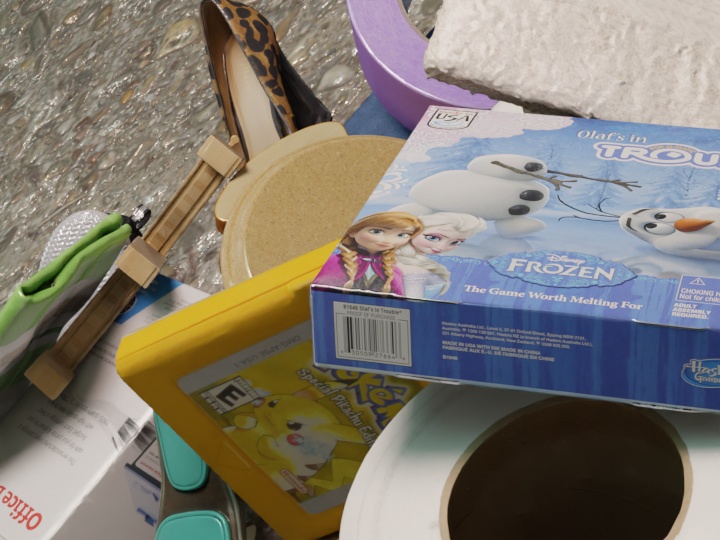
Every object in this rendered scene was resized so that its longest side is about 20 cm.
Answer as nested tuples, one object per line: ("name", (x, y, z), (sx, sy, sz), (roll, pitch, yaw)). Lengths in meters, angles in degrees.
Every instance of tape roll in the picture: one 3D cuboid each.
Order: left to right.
("tape roll", (0.091, -0.176, 1.134), (0.198, 0.066, 0.202), (-3, 65, 7))
("tape roll", (0.105, 0.139, 0.757), (0.201, 0.140, 0.204), (-15, 41, 13))

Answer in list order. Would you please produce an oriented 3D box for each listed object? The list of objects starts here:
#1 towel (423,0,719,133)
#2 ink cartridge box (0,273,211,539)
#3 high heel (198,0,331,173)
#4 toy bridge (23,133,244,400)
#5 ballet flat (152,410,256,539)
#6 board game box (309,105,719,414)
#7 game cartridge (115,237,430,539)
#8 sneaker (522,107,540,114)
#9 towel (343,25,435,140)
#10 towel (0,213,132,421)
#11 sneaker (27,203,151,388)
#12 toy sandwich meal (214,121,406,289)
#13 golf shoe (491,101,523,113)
("towel", (0.141, -0.128, 0.887), (0.198, 0.035, 0.133), (18, 76, 9))
("ink cartridge box", (-0.154, 0.106, 1.140), (0.200, 0.086, 0.146), (-53, 34, -13))
("high heel", (-0.082, -0.095, 1.239), (0.071, 0.143, 0.201), (-22, 38, 26))
("toy bridge", (-0.140, -0.007, 1.129), (0.200, 0.027, 0.067), (-51, 4, 4))
("ballet flat", (-0.086, 0.135, 1.039), (0.067, 0.064, 0.202), (-7, 83, 34))
("board game box", (0.101, -0.012, 0.782), (0.198, 0.044, 0.199), (6, 28, 15))
("game cartridge", (-0.003, 0.065, 0.952), (0.199, 0.176, 0.033), (-23, 37, 27))
("sneaker", (0.175, -0.118, 0.938), (0.199, 0.081, 0.074), (-22, 29, -9))
("towel", (0.066, -0.116, 1.198), (0.200, 0.049, 0.111), (-47, 38, -9))
("towel", (-0.225, 0.062, 1.134), (0.200, 0.031, 0.149), (-51, 1, 28))
("sneaker", (-0.203, 0.042, 1.276), (0.201, 0.075, 0.114), (-62, -9, 18))
("toy sandwich meal", (0.000, 0.000, 1.081), (0.203, 0.070, 0.207), (3, 57, -4))
("golf shoe", (0.129, -0.118, 1.010), (0.200, 0.095, 0.078), (-43, 60, -15))
